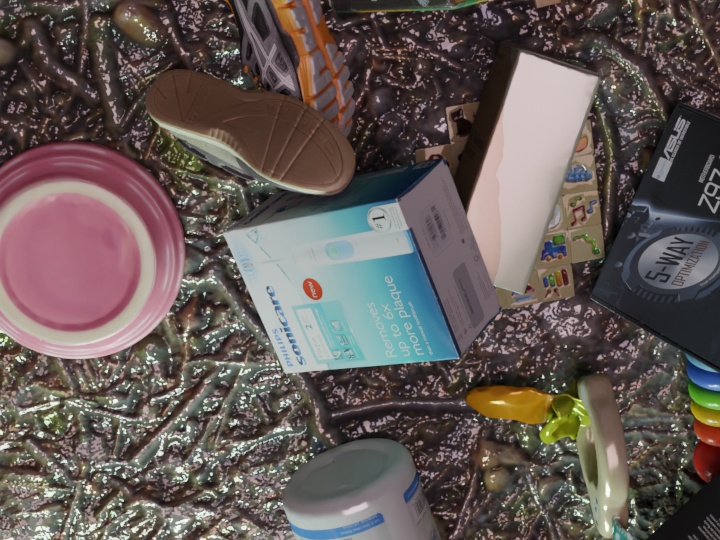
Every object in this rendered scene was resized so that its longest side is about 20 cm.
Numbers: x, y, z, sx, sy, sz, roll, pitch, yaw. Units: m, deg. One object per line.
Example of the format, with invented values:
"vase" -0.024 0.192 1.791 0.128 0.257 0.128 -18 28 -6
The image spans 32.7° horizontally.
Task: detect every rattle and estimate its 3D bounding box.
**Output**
"rattle" 0.190 0.201 1.141 0.142 0.130 0.202 -4 83 -16

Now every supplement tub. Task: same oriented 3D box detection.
"supplement tub" 0.016 0.274 1.163 0.131 0.132 0.202 -18 106 0

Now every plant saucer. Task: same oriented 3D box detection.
"plant saucer" -0.257 -0.012 1.097 0.198 0.051 0.202 -1 105 -5

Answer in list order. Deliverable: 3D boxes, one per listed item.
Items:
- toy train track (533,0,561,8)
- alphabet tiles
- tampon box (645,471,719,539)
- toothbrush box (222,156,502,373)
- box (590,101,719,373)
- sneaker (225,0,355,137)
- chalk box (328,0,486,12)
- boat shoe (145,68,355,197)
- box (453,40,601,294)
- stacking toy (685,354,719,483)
"toy train track" 0.188 -0.297 1.071 0.198 0.033 0.116 -15 100 -7
"alphabet tiles" 0.141 -0.062 1.144 0.165 0.006 0.202 -10 107 -2
"tampon box" 0.379 0.277 1.170 0.200 0.126 0.150 -44 142 7
"toothbrush box" 0.000 0.000 1.054 0.199 0.085 0.147 -7 113 40
"box" 0.315 -0.029 1.095 0.043 0.160 0.201 7 110 -48
"sneaker" -0.062 -0.179 1.064 0.077 0.078 0.202 -5 115 26
"chalk box" 0.044 -0.282 0.995 0.123 0.199 0.126 -21 112 -33
"boat shoe" -0.089 -0.112 1.044 0.199 0.065 0.072 21 77 17
"box" 0.134 -0.092 1.083 0.077 0.095 0.202 16 102 -9
"stacking toy" 0.351 0.116 1.183 0.085 0.085 0.202 -8 113 -3
